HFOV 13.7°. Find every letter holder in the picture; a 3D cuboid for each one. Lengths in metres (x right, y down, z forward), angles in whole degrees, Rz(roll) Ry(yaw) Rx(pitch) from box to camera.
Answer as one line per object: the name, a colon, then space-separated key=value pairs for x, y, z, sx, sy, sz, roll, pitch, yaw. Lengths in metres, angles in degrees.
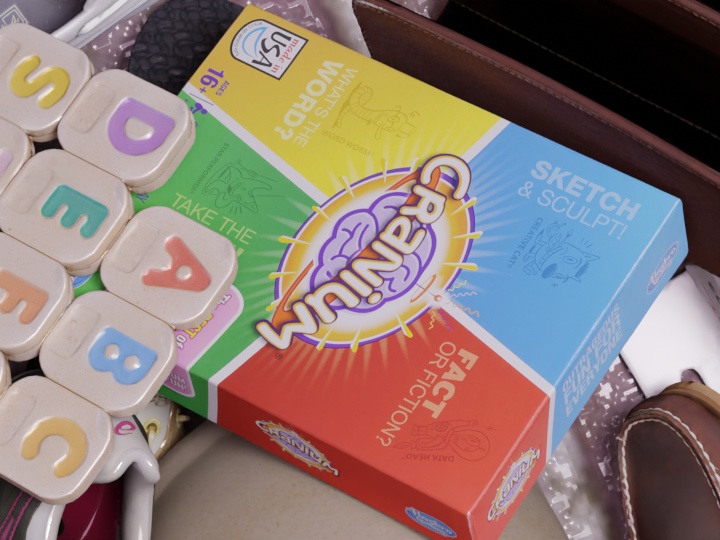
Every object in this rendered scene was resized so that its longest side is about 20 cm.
letter holder: x=0.100 y=-0.096 z=1.133 sx=0.200 sy=0.142 sz=0.101 roll=30 pitch=74 yaw=27

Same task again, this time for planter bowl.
planter bowl: x=0.005 y=0.153 z=1.150 sx=0.200 sy=0.135 sz=0.201 roll=-3 pitch=101 yaw=-14

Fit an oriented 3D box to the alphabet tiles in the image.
alphabet tiles: x=-0.153 y=-0.001 z=1.130 sx=0.195 sy=0.015 sz=0.200 roll=28 pitch=72 yaw=25

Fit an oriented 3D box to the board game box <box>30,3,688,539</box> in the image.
board game box: x=0.000 y=0.000 z=1.134 sx=0.200 sy=0.040 sz=0.153 roll=25 pitch=66 yaw=23

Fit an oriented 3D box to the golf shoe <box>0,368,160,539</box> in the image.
golf shoe: x=-0.125 y=0.140 z=1.133 sx=0.077 sy=0.088 sz=0.201 roll=6 pitch=101 yaw=-30

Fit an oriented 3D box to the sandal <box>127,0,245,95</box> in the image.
sandal: x=-0.025 y=-0.029 z=1.218 sx=0.075 sy=0.045 sz=0.200 roll=-38 pitch=74 yaw=-16

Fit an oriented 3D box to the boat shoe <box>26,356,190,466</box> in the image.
boat shoe: x=-0.105 y=0.073 z=1.215 sx=0.066 sy=0.074 sz=0.200 roll=21 pitch=94 yaw=-26

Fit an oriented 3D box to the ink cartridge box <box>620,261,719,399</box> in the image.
ink cartridge box: x=0.213 y=0.015 z=1.215 sx=0.200 sy=0.068 sz=0.115 roll=-32 pitch=90 yaw=-1

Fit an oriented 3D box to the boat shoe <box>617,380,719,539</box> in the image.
boat shoe: x=0.148 y=0.145 z=1.201 sx=0.070 sy=0.070 sz=0.200 roll=-22 pitch=88 yaw=-37

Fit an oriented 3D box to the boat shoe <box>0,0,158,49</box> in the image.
boat shoe: x=-0.114 y=-0.128 z=1.216 sx=0.074 sy=0.065 sz=0.200 roll=43 pitch=89 yaw=1
